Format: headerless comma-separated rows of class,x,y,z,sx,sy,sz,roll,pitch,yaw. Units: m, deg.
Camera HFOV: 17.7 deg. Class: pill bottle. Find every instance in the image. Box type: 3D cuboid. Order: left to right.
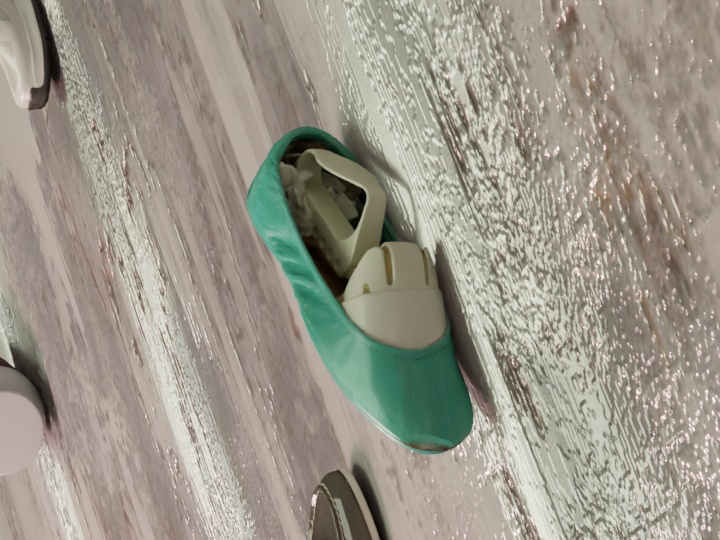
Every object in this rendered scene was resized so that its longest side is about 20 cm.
pill bottle,-0.377,0.144,2.306,0.200,0.111,0.113,-162,58,-69

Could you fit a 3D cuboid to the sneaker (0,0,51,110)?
sneaker,-0.319,-0.212,1.822,0.076,0.114,0.202,138,115,-70

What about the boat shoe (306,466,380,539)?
boat shoe,-0.012,0.214,1.347,0.067,0.057,0.202,-141,39,-61

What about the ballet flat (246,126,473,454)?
ballet flat,0.000,0.000,1.125,0.201,0.067,0.071,56,141,39
